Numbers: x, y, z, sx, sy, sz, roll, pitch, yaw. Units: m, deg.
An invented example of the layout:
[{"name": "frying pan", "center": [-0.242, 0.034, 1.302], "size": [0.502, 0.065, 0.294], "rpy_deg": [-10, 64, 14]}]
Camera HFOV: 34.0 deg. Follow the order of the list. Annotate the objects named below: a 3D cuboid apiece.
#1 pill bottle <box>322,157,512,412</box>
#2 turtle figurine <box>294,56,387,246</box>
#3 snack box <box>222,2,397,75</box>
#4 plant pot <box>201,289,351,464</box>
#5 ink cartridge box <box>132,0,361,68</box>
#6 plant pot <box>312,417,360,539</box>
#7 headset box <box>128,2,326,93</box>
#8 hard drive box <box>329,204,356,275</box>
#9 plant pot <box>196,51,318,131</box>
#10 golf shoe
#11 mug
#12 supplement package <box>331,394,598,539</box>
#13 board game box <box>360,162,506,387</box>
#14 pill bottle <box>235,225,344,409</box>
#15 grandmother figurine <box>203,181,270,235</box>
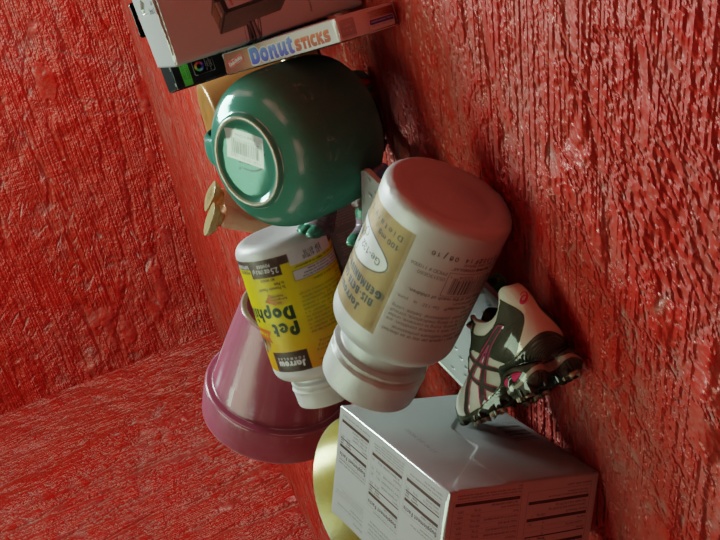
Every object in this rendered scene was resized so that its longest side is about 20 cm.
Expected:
[{"name": "pill bottle", "center": [0.040, 0.017, 0.998], "size": [0.115, 0.113, 0.201], "rpy_deg": [57, 134, 44]}, {"name": "turtle figurine", "center": [-0.017, -0.131, 1.221], "size": [0.149, 0.100, 0.202], "rpy_deg": [19, 113, 50]}, {"name": "snack box", "center": [-0.053, -0.221, 1.128], "size": [0.199, 0.072, 0.025], "rpy_deg": [-1, 110, 54]}, {"name": "plant pot", "center": [-0.101, 0.117, 1.529], "size": [0.200, 0.198, 0.180], "rpy_deg": [-124, 36, -46]}, {"name": "ink cartridge box", "center": [-0.118, -0.272, 1.186], "size": [0.146, 0.199, 0.085], "rpy_deg": [-153, 44, -71]}, {"name": "plant pot", "center": [0.069, 0.224, 1.264], "size": [0.142, 0.199, 0.201], "rpy_deg": [-31, 77, 35]}, {"name": "headset box", "center": [-0.158, -0.308, 1.309], "size": [0.093, 0.198, 0.176], "rpy_deg": [-159, 50, -74]}, {"name": "hard drive box", "center": [0.000, 0.000, 1.409], "size": [0.156, 0.076, 0.202], "rpy_deg": [133, 116, -76]}, {"name": "plant pot", "center": [-0.116, -0.190, 1.457], "size": [0.200, 0.139, 0.202], "rpy_deg": [160, 90, -78]}, {"name": "golf shoe", "center": [0.125, 0.076, 1.007], "size": [0.089, 0.077, 0.200], "rpy_deg": [66, 159, 13]}, {"name": "mug", "center": [-0.078, -0.113, 1.136], "size": [0.153, 0.114, 0.185], "rpy_deg": [56, 137, 6]}, {"name": "supplement package", "center": [0.087, 0.200, 1.055], "size": [0.200, 0.154, 0.112], "rpy_deg": [30, 118, 59]}, {"name": "board game box", "center": [0.073, 0.018, 1.133], "size": [0.200, 0.026, 0.201], "rpy_deg": [46, 157, 27]}, {"name": "pill bottle", "center": [-0.063, 0.050, 1.333], "size": [0.109, 0.108, 0.202], "rpy_deg": [-150, 41, -71]}, {"name": "grandmother figurine", "center": [-0.100, -0.064, 1.514], "size": [0.061, 0.198, 0.122], "rpy_deg": [134, 143, -53]}]
